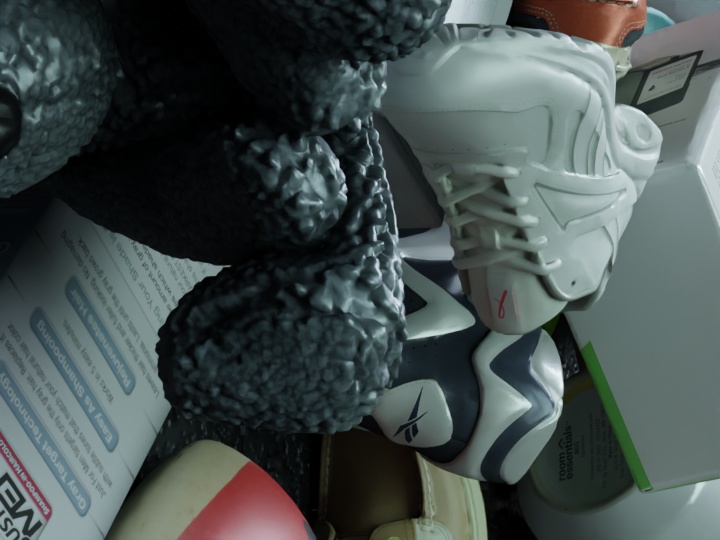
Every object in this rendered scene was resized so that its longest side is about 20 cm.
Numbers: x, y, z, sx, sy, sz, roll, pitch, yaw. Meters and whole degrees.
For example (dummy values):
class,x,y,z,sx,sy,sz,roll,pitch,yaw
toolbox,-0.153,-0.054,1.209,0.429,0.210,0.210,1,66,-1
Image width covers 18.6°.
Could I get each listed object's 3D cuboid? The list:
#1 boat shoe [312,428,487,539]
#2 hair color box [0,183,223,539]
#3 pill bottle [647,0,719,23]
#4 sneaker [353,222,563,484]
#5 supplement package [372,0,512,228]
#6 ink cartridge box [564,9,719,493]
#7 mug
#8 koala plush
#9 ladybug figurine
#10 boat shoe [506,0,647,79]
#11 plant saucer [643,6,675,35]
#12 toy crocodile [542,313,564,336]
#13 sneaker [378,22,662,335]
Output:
class,x,y,z,sx,sy,sz,roll,pitch,yaw
boat shoe,0.011,0.139,0.937,0.066,0.074,0.202,-3,84,-54
hair color box,-0.106,0.014,0.743,0.099,0.060,0.201,63,37,-37
pill bottle,0.219,-0.189,1.295,0.200,0.110,0.111,-56,136,-46
sneaker,0.000,0.000,0.920,0.129,0.080,0.200,17,38,-24
supplement package,-0.009,-0.128,0.874,0.114,0.109,0.201,56,43,-45
ink cartridge box,0.157,-0.016,1.011,0.146,0.083,0.200,65,26,-18
mug,0.148,0.112,1.162,0.150,0.186,0.153,-52,133,-2
koala plush,-0.093,-0.064,0.634,0.184,0.198,0.179,-111,-156,-56
ladybug figurine,-0.063,0.141,0.770,0.200,0.071,0.137,-61,163,-50
boat shoe,0.091,-0.101,0.982,0.200,0.070,0.063,121,-27,-85
plant saucer,0.162,-0.038,1.165,0.200,0.036,0.202,38,44,-48
toy crocodile,0.066,0.025,1.043,0.067,0.061,0.201,39,76,-52
sneaker,0.059,-0.029,0.809,0.200,0.077,0.100,25,72,-60
